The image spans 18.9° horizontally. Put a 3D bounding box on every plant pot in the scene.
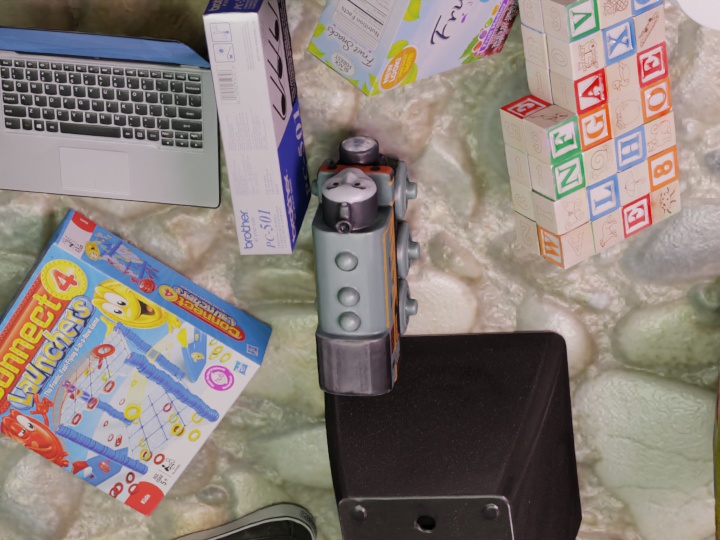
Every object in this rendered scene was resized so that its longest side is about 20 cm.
[{"bbox_3d":[0.067,0.184,1.741,0.198,0.178,0.201,-2,122,11],"label":"plant pot"}]

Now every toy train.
[{"bbox_3d":[0.000,0.000,1.673,0.085,0.114,0.201,3,120,7],"label":"toy train"}]

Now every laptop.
[{"bbox_3d":[-0.209,-0.115,1.639,0.186,0.116,0.201,6,122,7],"label":"laptop"}]

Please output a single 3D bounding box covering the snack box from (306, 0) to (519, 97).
[{"bbox_3d":[0.066,-0.231,1.486,0.068,0.168,0.201,38,124,22],"label":"snack box"}]

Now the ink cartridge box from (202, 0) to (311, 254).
[{"bbox_3d":[-0.076,-0.121,1.625,0.044,0.094,0.201,-1,121,10],"label":"ink cartridge box"}]

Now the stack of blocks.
[{"bbox_3d":[0.164,-0.117,1.572,0.115,0.059,0.201,-25,123,-25],"label":"stack of blocks"}]

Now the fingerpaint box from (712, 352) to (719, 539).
[{"bbox_3d":[0.309,0.125,1.648,0.073,0.200,0.168,3,121,7],"label":"fingerpaint box"}]

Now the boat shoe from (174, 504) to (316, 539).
[{"bbox_3d":[-0.129,0.267,1.892,0.199,0.064,0.071,-29,113,24],"label":"boat shoe"}]

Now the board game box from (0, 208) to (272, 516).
[{"bbox_3d":[-0.207,0.080,1.794,0.195,0.056,0.200,31,122,-10],"label":"board game box"}]

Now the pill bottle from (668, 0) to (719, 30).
[{"bbox_3d":[0.246,-0.235,1.436,0.112,0.200,0.113,5,123,7],"label":"pill bottle"}]
